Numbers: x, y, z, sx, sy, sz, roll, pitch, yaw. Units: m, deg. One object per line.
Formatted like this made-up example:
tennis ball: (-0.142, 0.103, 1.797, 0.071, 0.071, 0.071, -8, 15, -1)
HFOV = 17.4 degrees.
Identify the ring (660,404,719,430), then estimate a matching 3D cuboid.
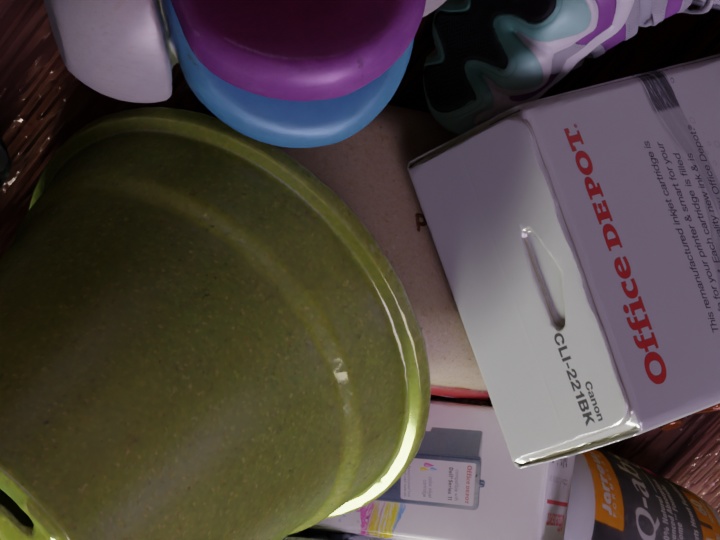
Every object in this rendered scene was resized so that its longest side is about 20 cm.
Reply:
ring: (0.215, 0.048, 1.227, 0.200, 0.019, 0.201, -12, 161, -4)

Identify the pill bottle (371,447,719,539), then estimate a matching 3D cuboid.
pill bottle: (0.103, 0.146, 1.260, 0.116, 0.117, 0.200, -44, 136, 19)

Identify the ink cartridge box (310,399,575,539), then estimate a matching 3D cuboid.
ink cartridge box: (0.037, 0.095, 1.108, 0.199, 0.068, 0.117, 6, 175, 11)

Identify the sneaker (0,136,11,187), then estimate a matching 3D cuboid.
sneaker: (-0.216, -0.055, 0.928, 0.075, 0.079, 0.200, -52, 155, 16)

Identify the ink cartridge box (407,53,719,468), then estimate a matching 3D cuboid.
ink cartridge box: (0.135, -0.011, 1.042, 0.200, 0.145, 0.084, -16, 174, -42)

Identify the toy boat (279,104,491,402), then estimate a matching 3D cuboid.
toy boat: (0.000, 0.000, 1.076, 0.199, 0.131, 0.131, 9, 156, -34)

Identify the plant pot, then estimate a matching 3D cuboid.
plant pot: (-0.102, 0.066, 0.931, 0.184, 0.200, 0.201, -45, 157, -45)

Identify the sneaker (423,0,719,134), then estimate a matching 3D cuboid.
sneaker: (0.129, -0.123, 1.030, 0.140, 0.078, 0.200, 20, 121, -39)

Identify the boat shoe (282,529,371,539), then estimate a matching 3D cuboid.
boat shoe: (-0.033, 0.157, 1.142, 0.073, 0.067, 0.200, 8, 176, 1)

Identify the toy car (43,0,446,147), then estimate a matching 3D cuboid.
toy car: (-0.032, -0.130, 0.884, 0.174, 0.150, 0.200, -18, 138, -11)
